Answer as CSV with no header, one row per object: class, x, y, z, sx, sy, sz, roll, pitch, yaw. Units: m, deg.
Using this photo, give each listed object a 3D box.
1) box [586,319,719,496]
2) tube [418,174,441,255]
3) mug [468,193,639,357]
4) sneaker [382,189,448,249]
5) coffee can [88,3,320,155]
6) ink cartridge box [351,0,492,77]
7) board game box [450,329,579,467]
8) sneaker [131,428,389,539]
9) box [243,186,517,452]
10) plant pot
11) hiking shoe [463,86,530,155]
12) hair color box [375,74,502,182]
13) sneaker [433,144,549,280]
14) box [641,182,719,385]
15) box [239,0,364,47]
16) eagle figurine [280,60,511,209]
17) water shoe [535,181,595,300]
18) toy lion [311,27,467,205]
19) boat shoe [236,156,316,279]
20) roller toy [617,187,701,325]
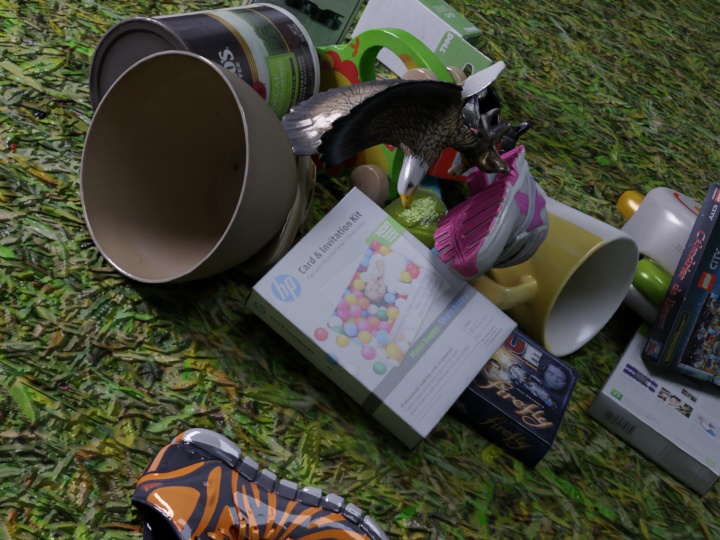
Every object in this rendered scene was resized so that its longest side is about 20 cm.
box,0.332,0.140,1.386,0.144,0.036,0.200,36,33,9
tube,0.067,-0.027,1.395,0.077,0.050,0.200,10,42,-13
mug,0.181,-0.018,1.368,0.153,0.150,0.187,39,1,32
sneaker,0.000,0.000,1.279,0.200,0.105,0.076,-30,80,-25
coffee can,-0.156,-0.194,1.338,0.146,0.147,0.200,41,32,17
ink cartridge box,0.093,-0.300,1.744,0.200,0.104,0.059,42,33,18
board game box,0.108,0.086,1.258,0.200,0.035,0.136,35,33,1
sneaker,-0.075,0.200,0.927,0.200,0.078,0.112,25,34,11
box,0.020,0.040,1.178,0.200,0.041,0.156,41,58,6
plant pot,-0.133,-0.083,1.172,0.134,0.200,0.200,9,35,-54
hiking shoe,0.122,-0.184,1.576,0.200,0.101,0.076,42,7,37
hair color box,0.055,-0.169,1.506,0.200,0.061,0.101,33,18,38
sneaker,0.137,-0.041,1.239,0.088,0.081,0.200,55,35,-14
box,0.399,0.023,1.389,0.136,0.200,0.038,19,6,-19
box,-0.080,-0.270,1.459,0.116,0.200,0.060,21,32,-13
eagle figurine,0.040,-0.133,1.215,0.200,0.152,0.151,18,46,-21
water shoe,0.201,-0.020,1.492,0.079,0.072,0.200,-16,50,-15
toy lion,0.000,-0.176,1.391,0.069,0.200,0.192,-14,54,-46
boat shoe,-0.076,-0.062,1.286,0.066,0.074,0.200,55,33,-38
roller toy,0.383,-0.006,1.505,0.182,0.140,0.200,28,17,-18
